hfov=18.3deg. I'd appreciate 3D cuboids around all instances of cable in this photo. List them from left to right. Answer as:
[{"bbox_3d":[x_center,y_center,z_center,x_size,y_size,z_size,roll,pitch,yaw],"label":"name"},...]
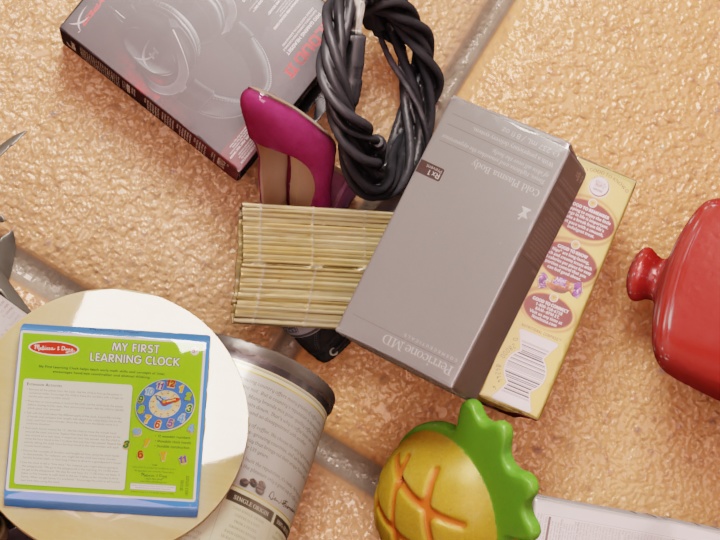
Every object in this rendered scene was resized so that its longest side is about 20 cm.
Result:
[{"bbox_3d":[0.018,-0.134,1.708,0.051,0.200,0.163,0,45,18],"label":"cable"}]

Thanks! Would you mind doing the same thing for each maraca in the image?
[{"bbox_3d":[0.077,0.175,1.697,0.107,0.200,0.137,-21,76,-32],"label":"maraca"}]

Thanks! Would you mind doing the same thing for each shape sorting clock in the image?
[{"bbox_3d":[-0.180,0.108,1.599,0.200,0.039,0.200,1,73,-4],"label":"shape sorting clock"}]

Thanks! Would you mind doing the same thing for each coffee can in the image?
[{"bbox_3d":[-0.117,0.165,1.671,0.146,0.146,0.200,20,69,-4],"label":"coffee can"}]

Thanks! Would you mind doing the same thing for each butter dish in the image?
[{"bbox_3d":[0.280,0.020,1.741,0.148,0.200,0.200,15,85,18],"label":"butter dish"}]

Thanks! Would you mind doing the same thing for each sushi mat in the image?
[{"bbox_3d":[0.000,0.000,1.715,0.200,0.012,0.096,3,100,-17],"label":"sushi mat"}]

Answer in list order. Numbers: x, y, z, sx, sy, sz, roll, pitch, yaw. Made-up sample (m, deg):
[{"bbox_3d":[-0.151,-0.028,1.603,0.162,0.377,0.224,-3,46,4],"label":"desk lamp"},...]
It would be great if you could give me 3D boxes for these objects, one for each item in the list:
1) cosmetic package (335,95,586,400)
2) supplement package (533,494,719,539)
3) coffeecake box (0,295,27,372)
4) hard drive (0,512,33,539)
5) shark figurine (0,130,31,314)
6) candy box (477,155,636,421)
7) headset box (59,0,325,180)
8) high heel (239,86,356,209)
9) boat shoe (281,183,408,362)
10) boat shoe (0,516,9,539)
[{"bbox_3d":[0.076,-0.014,1.661,0.107,0.090,0.200,24,84,18],"label":"cosmetic package"},{"bbox_3d":[0.214,0.246,1.742,0.200,0.110,0.114,11,86,-4],"label":"supplement package"},{"bbox_3d":[-0.324,0.078,1.682,0.200,0.073,0.154,37,123,-3],"label":"coffeecake box"},{"bbox_3d":[-0.291,0.255,1.698,0.200,0.042,0.135,-28,128,-2],"label":"hard drive"},{"bbox_3d":[-0.285,-0.015,1.715,0.128,0.215,0.090,10,43,24],"label":"shark figurine"},{"bbox_3d":[0.145,0.015,1.743,0.056,0.117,0.200,22,86,-4],"label":"candy box"},{"bbox_3d":[-0.112,-0.178,1.749,0.200,0.077,0.149,39,85,-1],"label":"headset box"},{"bbox_3d":[-0.060,-0.063,1.695,0.067,0.200,0.096,28,79,32],"label":"high heel"},{"bbox_3d":[0.023,-0.008,1.765,0.200,0.069,0.057,-40,117,-6],"label":"boat shoe"},{"bbox_3d":[-0.351,0.179,1.657,0.072,0.200,0.068,-57,135,-38],"label":"boat shoe"}]
